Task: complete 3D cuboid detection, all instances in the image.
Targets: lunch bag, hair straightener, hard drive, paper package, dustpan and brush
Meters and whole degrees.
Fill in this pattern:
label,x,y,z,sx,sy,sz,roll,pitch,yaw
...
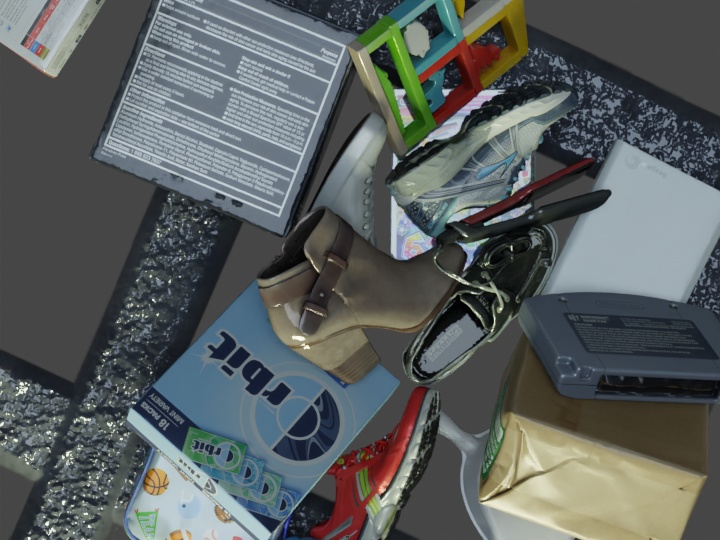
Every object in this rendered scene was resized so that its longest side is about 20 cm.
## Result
label,x,y,z,sx,sy,sz,roll,pitch,yaw
lunch bag,-0.129,0.199,1.454,0.159,0.076,0.202,24,90,-1
hair straightener,0.153,-0.037,1.400,0.198,0.041,0.078,-22,75,-25
hard drive,0.261,-0.007,1.465,0.131,0.026,0.202,26,92,1
paper package,0.214,0.147,1.372,0.188,0.200,0.104,18,118,3
dustpan and brush,0.130,0.185,1.463,0.199,0.057,0.140,39,80,-6

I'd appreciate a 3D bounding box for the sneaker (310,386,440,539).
label,x,y,z,sx,sy,sz,roll,pitch,yaw
sneaker,0.010,0.192,1.440,0.084,0.077,0.202,30,104,12

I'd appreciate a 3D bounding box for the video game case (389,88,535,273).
label,x,y,z,sx,sy,sz,roll,pitch,yaw
video game case,0.099,-0.075,1.472,0.141,0.018,0.203,1,91,1

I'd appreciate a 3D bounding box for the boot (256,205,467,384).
label,x,y,z,sx,sy,sz,roll,pitch,yaw
boot,0.000,0.000,1.382,0.200,0.070,0.147,-48,119,-23

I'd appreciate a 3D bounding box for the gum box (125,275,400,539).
label,x,y,z,sx,sy,sz,roll,pitch,yaw
gum box,-0.088,0.121,1.392,0.170,0.045,0.200,41,61,5

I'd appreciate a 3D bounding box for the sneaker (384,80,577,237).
label,x,y,z,sx,sy,sz,roll,pitch,yaw
sneaker,0.124,-0.107,1.436,0.199,0.078,0.087,-32,108,4

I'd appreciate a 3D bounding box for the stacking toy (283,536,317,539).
label,x,y,z,sx,sy,sz,roll,pitch,yaw
stacking toy,-0.075,0.361,1.436,0.109,0.116,0.201,36,122,19

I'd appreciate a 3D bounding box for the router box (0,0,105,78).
label,x,y,z,sx,sy,sz,roll,pitch,yaw
router box,-0.319,-0.322,1.463,0.179,0.049,0.201,34,91,1

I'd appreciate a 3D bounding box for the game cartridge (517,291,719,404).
label,x,y,z,sx,sy,sz,roll,pitch,yaw
game cartridge,0.248,0.069,1.379,0.197,0.133,0.042,4,116,-17

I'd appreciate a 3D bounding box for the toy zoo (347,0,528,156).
label,x,y,z,sx,sy,sz,roll,pitch,yaw
toy zoo,0.087,-0.216,1.411,0.199,0.020,0.132,-39,135,-14

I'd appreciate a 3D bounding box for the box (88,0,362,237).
label,x,y,z,sx,sy,sz,roll,pitch,yaw
box,-0.120,-0.158,1.423,0.198,0.123,0.200,22,91,0

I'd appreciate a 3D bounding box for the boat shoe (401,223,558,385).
label,x,y,z,sx,sy,sz,roll,pitch,yaw
boat shoe,0.117,0.032,1.432,0.071,0.064,0.200,40,91,0

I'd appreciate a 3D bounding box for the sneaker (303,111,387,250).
label,x,y,z,sx,sy,sz,roll,pitch,yaw
sneaker,-0.005,-0.054,1.432,0.084,0.073,0.201,26,119,-2
